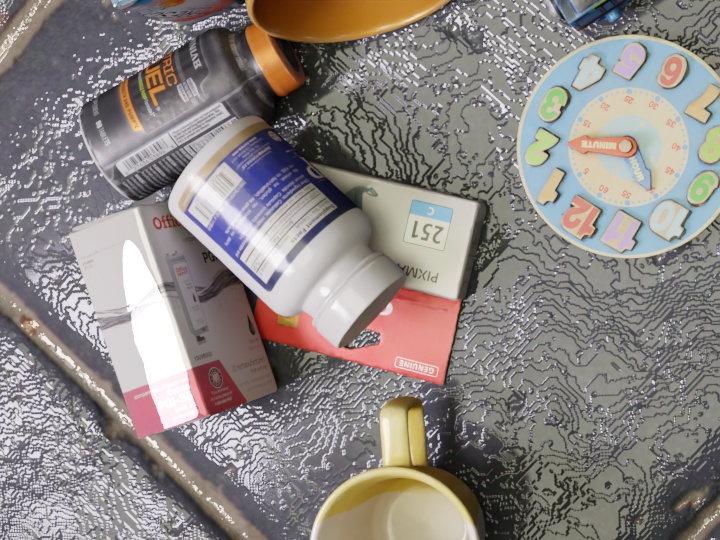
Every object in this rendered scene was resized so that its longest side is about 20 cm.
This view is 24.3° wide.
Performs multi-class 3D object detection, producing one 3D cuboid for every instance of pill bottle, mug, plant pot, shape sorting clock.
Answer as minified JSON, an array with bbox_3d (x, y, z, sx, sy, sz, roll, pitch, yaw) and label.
[{"bbox_3d":[-0.061,-0.030,1.484,0.200,0.120,0.120,43,101,9],"label":"pill bottle"},{"bbox_3d":[0.055,0.223,1.494,0.149,0.153,0.187,29,98,11],"label":"mug"},{"bbox_3d":[-0.019,-0.327,1.480,0.200,0.200,0.183,-17,73,14],"label":"plant pot"},{"bbox_3d":[-0.152,-0.155,1.554,0.200,0.106,0.106,-29,85,13],"label":"pill bottle"},{"bbox_3d":[0.239,-0.110,1.493,0.200,0.039,0.200,1,93,14],"label":"shape sorting clock"}]

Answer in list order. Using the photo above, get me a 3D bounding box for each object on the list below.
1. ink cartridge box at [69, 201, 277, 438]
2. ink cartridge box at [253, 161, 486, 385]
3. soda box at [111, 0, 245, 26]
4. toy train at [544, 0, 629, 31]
[{"bbox_3d":[-0.170,0.039,1.540,0.083,0.146,0.200,-20,88,24],"label":"ink cartridge box"},{"bbox_3d":[0.000,0.000,1.554,0.200,0.045,0.176,14,95,13],"label":"ink cartridge box"},{"bbox_3d":[-0.169,-0.267,1.504,0.064,0.200,0.068,-19,89,14],"label":"soda box"},{"bbox_3d":[0.243,-0.282,1.445,0.200,0.114,0.087,-31,86,14],"label":"toy train"}]
